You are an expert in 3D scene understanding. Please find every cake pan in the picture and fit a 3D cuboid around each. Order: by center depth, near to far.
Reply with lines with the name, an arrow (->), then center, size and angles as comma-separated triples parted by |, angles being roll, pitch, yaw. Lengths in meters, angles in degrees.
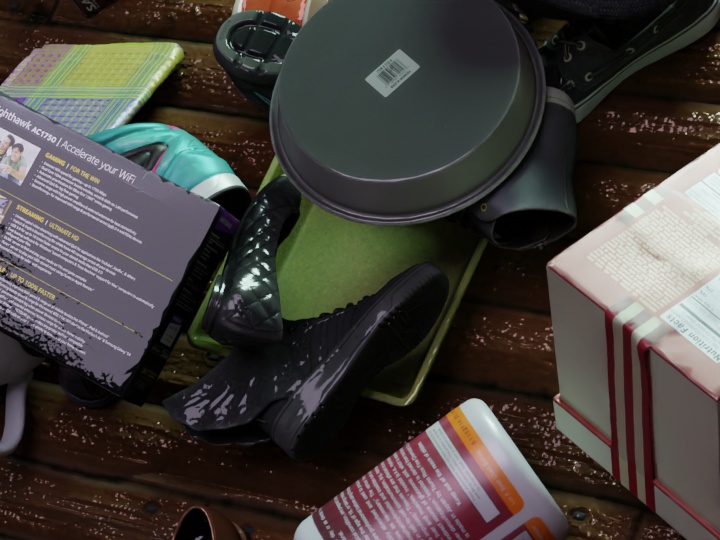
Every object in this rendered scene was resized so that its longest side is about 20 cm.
cake pan -> 0.029, -0.126, 1.653 | 0.198, 0.037, 0.202 | -6, 60, 11

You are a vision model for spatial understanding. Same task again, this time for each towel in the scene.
towel -> -0.236, -0.125, 1.889 | 0.142, 0.023, 0.200 | 3, 38, 24

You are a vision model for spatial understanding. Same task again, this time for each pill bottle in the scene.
pill bottle -> 0.030, 0.185, 1.568 | 0.199, 0.113, 0.113 | -36, 53, 0

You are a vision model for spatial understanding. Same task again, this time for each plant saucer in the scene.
plant saucer -> 0.000, 0.000, 1.734 | 0.199, 0.048, 0.201 | 14, 68, 30

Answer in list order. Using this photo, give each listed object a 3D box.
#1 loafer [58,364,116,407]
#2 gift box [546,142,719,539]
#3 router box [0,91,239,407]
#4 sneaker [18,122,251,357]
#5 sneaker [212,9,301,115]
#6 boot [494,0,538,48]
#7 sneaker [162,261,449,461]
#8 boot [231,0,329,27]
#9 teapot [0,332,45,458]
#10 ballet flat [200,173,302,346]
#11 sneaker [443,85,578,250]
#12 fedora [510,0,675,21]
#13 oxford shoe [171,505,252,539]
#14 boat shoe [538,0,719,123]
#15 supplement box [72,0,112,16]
loafer -> -0.169, 0.007, 1.788 | 0.071, 0.063, 0.201 | 22, 76, 12
gift box -> 0.246, 0.056, 1.507 | 0.199, 0.188, 0.185 | -28, 48, -18
router box -> -0.206, -0.017, 1.660 | 0.199, 0.051, 0.150 | 27, 86, 17
sneaker -> -0.187, -0.037, 1.733 | 0.199, 0.084, 0.121 | -37, 60, 2
sneaker -> -0.016, -0.138, 1.815 | 0.199, 0.079, 0.076 | 23, 65, 12
boot -> 0.115, -0.214, 1.775 | 0.202, 0.074, 0.154 | -26, 43, 1
sneaker -> -0.036, 0.053, 1.651 | 0.104, 0.060, 0.200 | 37, 83, 33
boot -> -0.040, -0.260, 1.897 | 0.106, 0.075, 0.201 | 5, 64, 32
teapot -> -0.314, 0.011, 1.771 | 0.199, 0.146, 0.199 | 25, 112, 16
ballet flat -> -0.067, -0.004, 1.673 | 0.056, 0.067, 0.201 | 21, 34, -2
sneaker -> 0.056, -0.062, 1.667 | 0.198, 0.075, 0.107 | -12, 54, 16
fedora -> 0.139, -0.240, 1.692 | 0.199, 0.092, 0.202 | 7, 60, -13
oxford shoe -> -0.128, 0.256, 1.625 | 0.071, 0.071, 0.202 | -1, 62, 22
boat shoe -> 0.173, -0.168, 1.749 | 0.199, 0.057, 0.069 | -33, 53, 3
supplement box -> -0.174, -0.313, 1.996 | 0.199, 0.061, 0.109 | -30, 53, 6
